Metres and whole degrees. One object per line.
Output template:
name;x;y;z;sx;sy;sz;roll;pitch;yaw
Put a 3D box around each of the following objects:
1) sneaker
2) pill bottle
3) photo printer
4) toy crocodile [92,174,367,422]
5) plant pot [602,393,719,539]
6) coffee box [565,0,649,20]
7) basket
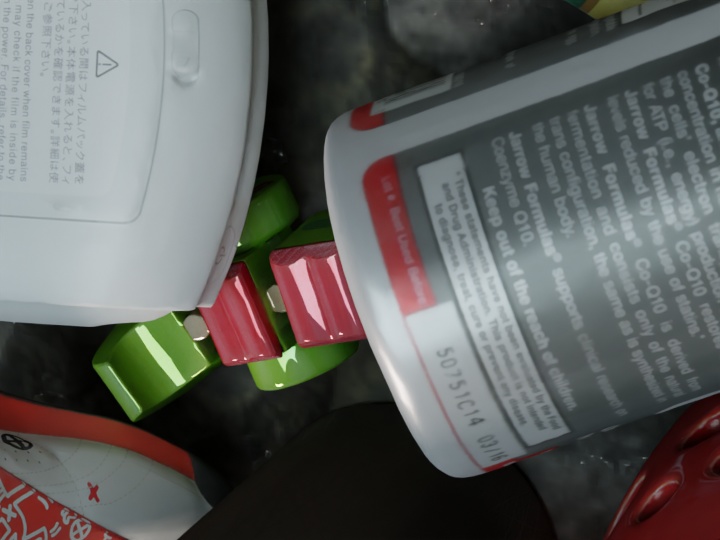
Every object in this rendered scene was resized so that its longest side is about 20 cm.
sneaker;-0.128;0.094;0.985;0.067;0.201;0.108;-9;65;42
pill bottle;0.100;-0.023;0.860;0.200;0.114;0.114;-19;104;11
photo printer;-0.127;-0.067;0.967;0.200;0.069;0.167;3;92;18
toy crocodile;0.000;0.000;0.972;0.200;0.062;0.068;-16;105;29
plant pot;0.151;0.141;0.899;0.200;0.183;0.201;9;115;19
coffee box;0.029;-0.171;0.891;0.200;0.044;0.123;33;122;8
basket;-0.020;0.134;0.960;0.180;0.200;0.136;-25;101;32
